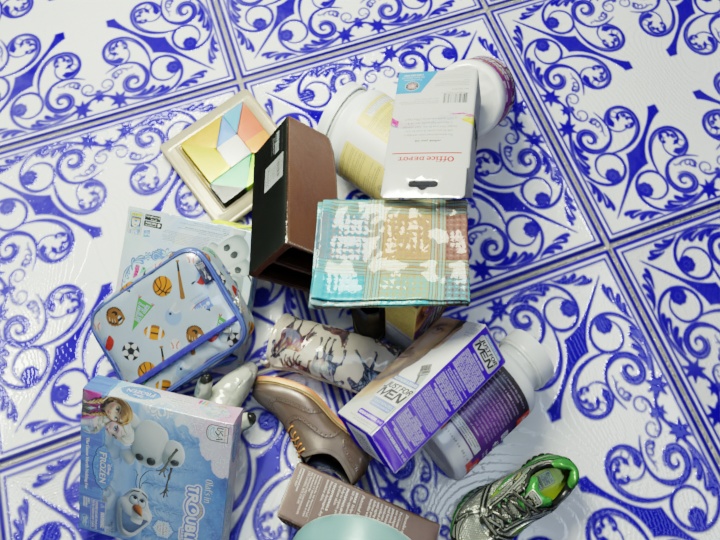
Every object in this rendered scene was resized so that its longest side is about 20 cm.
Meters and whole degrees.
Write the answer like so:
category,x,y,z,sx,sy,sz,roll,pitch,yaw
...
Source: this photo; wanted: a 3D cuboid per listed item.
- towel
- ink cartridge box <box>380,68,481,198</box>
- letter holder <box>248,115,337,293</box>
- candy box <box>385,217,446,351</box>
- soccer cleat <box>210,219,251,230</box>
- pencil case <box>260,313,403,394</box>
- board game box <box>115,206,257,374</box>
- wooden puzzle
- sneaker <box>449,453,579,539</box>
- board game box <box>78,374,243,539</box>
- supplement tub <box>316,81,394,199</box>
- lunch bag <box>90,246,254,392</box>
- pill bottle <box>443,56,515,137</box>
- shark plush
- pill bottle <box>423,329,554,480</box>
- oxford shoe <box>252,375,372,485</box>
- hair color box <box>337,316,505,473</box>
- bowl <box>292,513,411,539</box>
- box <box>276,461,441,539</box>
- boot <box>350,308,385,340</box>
category,x,y,z,sx,sy,sz,roll,pitch,yaw
towel,0.035,-0.024,0.745,0.193,0.022,0.151,-1,63,8
ink cartridge box,0.097,-0.166,0.815,0.111,0.068,0.206,2,64,17
letter holder,-0.071,-0.084,0.862,0.139,0.100,0.206,19,55,-34
candy box,0.085,0.032,0.837,0.056,0.201,0.118,32,71,15
soccer cleat,-0.143,-0.041,0.947,0.194,0.066,0.085,16,42,9
pencil case,-0.039,0.127,0.864,0.194,0.079,0.091,16,55,5
board game box,-0.251,0.029,0.878,0.193,0.043,0.206,11,90,3
wooden puzzle,-0.210,-0.192,1.008,0.183,0.037,0.201,-38,74,-14
sneaker,0.199,0.301,0.797,0.197,0.086,0.079,-33,72,-12
board game box,-0.255,0.251,0.769,0.192,0.044,0.207,11,107,3
supplement tub,0.039,-0.186,0.952,0.198,0.146,0.146,36,72,12
lunch bag,-0.243,0.072,0.814,0.196,0.076,0.163,-31,92,4
pill bottle,0.186,-0.278,0.963,0.110,0.115,0.200,28,28,10
shark plush,-0.205,0.214,0.822,0.089,0.083,0.203,29,100,-10
pill bottle,0.167,0.175,0.831,0.198,0.112,0.112,-37,73,-14
oxford shoe,-0.073,0.214,0.824,0.196,0.072,0.073,29,52,10
hair color box,0.076,0.148,0.770,0.198,0.109,0.066,-38,106,-19
bowl,-0.008,0.393,0.685,0.195,0.206,0.105,20,27,7
box,-0.003,0.321,0.775,0.195,0.101,0.076,23,65,7
boot,0.000,0.000,0.903,0.072,0.097,0.206,-15,70,-7
